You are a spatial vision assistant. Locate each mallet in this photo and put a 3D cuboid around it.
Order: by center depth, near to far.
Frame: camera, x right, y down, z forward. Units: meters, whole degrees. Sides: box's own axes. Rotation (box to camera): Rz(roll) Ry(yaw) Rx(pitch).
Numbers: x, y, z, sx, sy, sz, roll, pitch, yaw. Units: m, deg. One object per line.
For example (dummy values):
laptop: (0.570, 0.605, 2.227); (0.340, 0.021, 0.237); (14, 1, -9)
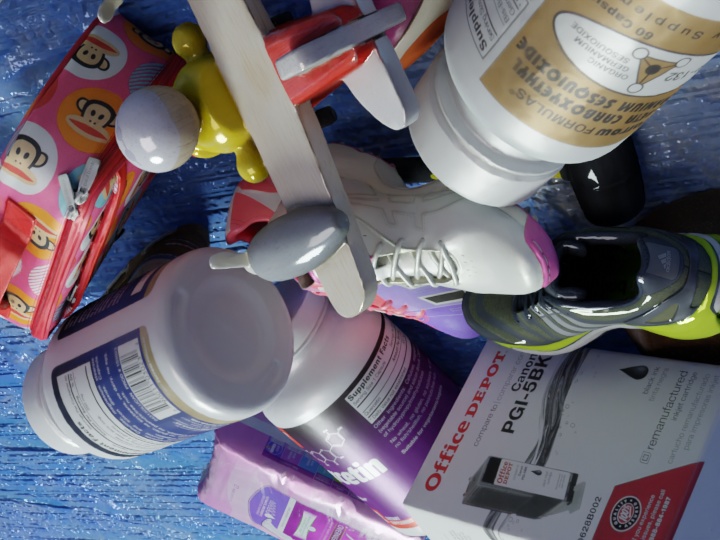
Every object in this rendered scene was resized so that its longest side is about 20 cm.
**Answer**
mallet: (0.080, -0.055, 0.788); (0.198, 0.041, 0.066); (-5, 130, 39)

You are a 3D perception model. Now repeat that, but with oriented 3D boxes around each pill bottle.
pill bottle: (0.105, -0.119, 0.630); (0.114, 0.115, 0.200); (31, 142, -9)
pill bottle: (-0.145, 0.065, 0.872); (0.199, 0.112, 0.111); (-23, 122, 43)
pill bottle: (0.003, 0.096, 0.939); (0.200, 0.113, 0.112); (43, 139, -22)

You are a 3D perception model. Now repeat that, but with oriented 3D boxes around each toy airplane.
toy airplane: (-0.060, -0.093, 0.672); (0.200, 0.140, 0.200); (50, 157, 34)

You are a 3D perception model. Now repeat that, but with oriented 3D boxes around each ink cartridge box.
ink cartridge box: (0.146, 0.131, 0.836); (0.198, 0.148, 0.083); (5, 146, 45)

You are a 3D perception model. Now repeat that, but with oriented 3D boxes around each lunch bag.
lunch bag: (-0.189, -0.050, 0.823); (0.081, 0.177, 0.200); (30, 143, -5)

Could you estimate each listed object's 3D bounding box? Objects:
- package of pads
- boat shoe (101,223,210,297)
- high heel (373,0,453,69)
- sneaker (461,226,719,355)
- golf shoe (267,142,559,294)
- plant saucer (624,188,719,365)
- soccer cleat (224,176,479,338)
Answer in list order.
package of pads: (-0.037, 0.186, 1.097); (0.198, 0.076, 0.121); (25, 145, 1)
boat shoe: (-0.165, 0.031, 0.989); (0.072, 0.073, 0.199); (37, 138, -17)
high heel: (0.019, -0.181, 0.667); (0.096, 0.067, 0.200); (46, 144, 9)
sneaker: (0.127, 0.005, 0.766); (0.080, 0.075, 0.199); (16, 161, -36)
golf shoe: (0.023, -0.013, 0.752); (0.199, 0.091, 0.076); (18, 142, 43)
plant saucer: (0.249, 0.034, 0.794); (0.198, 0.037, 0.202); (16, 141, 13)
soccer cleat: (0.000, 0.000, 0.861); (0.199, 0.074, 0.068); (33, 142, -9)
